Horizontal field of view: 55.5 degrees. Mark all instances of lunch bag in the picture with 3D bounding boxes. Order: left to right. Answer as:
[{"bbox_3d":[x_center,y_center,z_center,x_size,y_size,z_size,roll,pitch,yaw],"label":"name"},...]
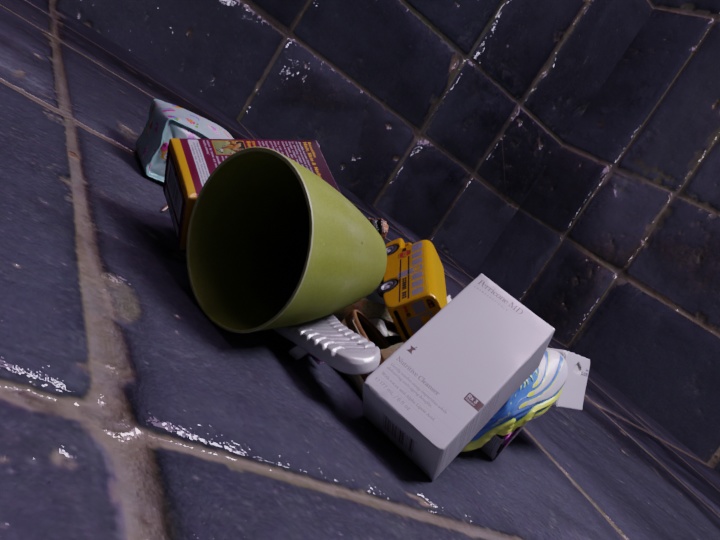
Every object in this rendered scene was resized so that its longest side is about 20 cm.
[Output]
[{"bbox_3d":[-0.271,-0.193,1.174,0.198,0.123,0.170,21,14,-33],"label":"lunch bag"}]

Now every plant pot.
[{"bbox_3d":[-0.061,-0.023,0.776,0.187,0.189,0.198,40,18,33],"label":"plant pot"}]

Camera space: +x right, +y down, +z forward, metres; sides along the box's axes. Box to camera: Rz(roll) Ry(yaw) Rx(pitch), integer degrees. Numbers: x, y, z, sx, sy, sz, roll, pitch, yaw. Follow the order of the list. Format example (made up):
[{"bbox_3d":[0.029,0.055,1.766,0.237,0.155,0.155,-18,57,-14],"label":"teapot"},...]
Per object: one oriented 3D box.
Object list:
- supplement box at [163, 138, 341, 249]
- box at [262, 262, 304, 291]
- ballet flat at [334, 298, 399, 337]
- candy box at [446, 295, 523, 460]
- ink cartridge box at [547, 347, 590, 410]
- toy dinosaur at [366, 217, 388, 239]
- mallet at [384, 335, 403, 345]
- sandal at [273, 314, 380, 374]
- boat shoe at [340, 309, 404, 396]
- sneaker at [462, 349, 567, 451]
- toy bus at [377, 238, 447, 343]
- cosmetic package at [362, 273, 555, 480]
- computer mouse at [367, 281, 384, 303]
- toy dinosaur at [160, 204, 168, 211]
[{"bbox_3d":[-0.137,-0.098,0.860,0.197,0.086,0.111,-4,50,-28],"label":"supplement box"},{"bbox_3d":[-0.132,-0.052,0.908,0.143,0.037,0.201,-20,61,-38],"label":"box"},{"bbox_3d":[0.031,0.092,1.005,0.199,0.071,0.071,26,13,-45],"label":"ballet flat"},{"bbox_3d":[0.153,0.144,0.955,0.199,0.062,0.136,40,53,23],"label":"candy box"},{"bbox_3d":[0.244,0.160,1.080,0.197,0.085,0.144,5,-9,34],"label":"ink cartridge box"},{"bbox_3d":[-0.053,-0.043,1.100,0.135,0.199,0.103,8,51,-53],"label":"toy dinosaur"},{"bbox_3d":[0.116,0.099,0.867,0.041,0.197,0.067,45,32,-58],"label":"mallet"},{"bbox_3d":[-0.051,0.085,0.778,0.081,0.051,0.202,-1,14,-29],"label":"sandal"},{"bbox_3d":[0.034,0.121,0.819,0.199,0.074,0.075,40,11,29],"label":"boat shoe"},{"bbox_3d":[0.189,0.149,0.837,0.076,0.198,0.106,50,-22,21],"label":"sneaker"},{"bbox_3d":[0.071,0.019,0.912,0.066,0.077,0.201,61,15,-22],"label":"toy bus"},{"bbox_3d":[0.107,0.111,0.746,0.112,0.200,0.082,36,-29,23],"label":"cosmetic package"},{"bbox_3d":[0.000,0.000,1.001,0.200,0.044,0.109,43,-16,-35],"label":"computer mouse"},{"bbox_3d":[-0.221,-0.097,1.057,0.198,0.061,0.106,27,14,-40],"label":"toy dinosaur"}]
